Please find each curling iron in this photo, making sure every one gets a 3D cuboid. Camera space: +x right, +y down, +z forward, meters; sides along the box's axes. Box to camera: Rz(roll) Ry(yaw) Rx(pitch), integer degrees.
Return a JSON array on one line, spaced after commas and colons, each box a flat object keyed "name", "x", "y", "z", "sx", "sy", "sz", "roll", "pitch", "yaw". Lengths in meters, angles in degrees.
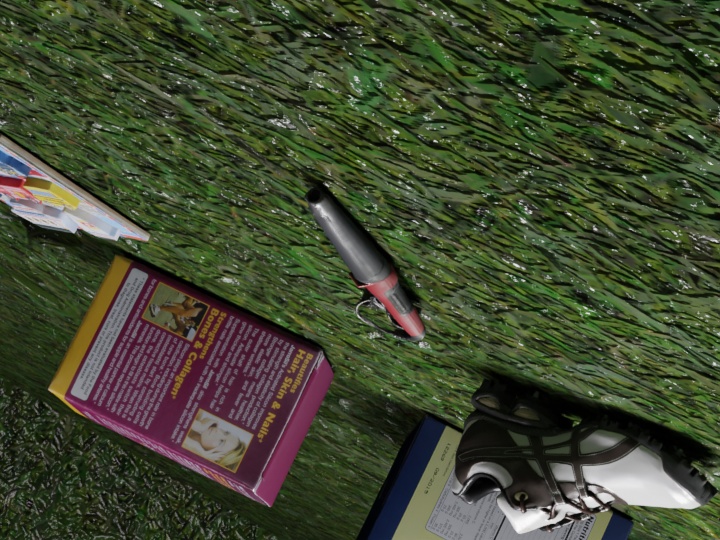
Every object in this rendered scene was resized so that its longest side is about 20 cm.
[{"name": "curling iron", "x": 0.000, "y": 0.000, "z": 1.214, "sx": 0.049, "sy": 0.026, "sz": 0.200, "roll": 19, "pitch": 165, "yaw": 23}]

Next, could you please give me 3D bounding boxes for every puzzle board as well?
[{"name": "puzzle board", "x": -0.269, "y": -0.067, "z": 1.542, "sx": 0.150, "sy": 0.018, "sz": 0.199, "roll": 36, "pitch": 166, "yaw": -33}]

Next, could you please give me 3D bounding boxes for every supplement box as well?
[{"name": "supplement box", "x": 0.106, "y": 0.242, "z": 1.723, "sx": 0.198, "sy": 0.135, "sz": 0.200, "roll": 27, "pitch": 168, "yaw": 1}, {"name": "supplement box", "x": -0.139, "y": 0.093, "z": 1.651, "sx": 0.199, "sy": 0.132, "sz": 0.103, "roll": 26, "pitch": 169, "yaw": 10}]

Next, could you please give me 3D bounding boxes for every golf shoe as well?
[{"name": "golf shoe", "x": 0.148, "y": 0.144, "z": 1.337, "sx": 0.199, "sy": 0.095, "sz": 0.078, "roll": 14, "pitch": 161, "yaw": 43}]
